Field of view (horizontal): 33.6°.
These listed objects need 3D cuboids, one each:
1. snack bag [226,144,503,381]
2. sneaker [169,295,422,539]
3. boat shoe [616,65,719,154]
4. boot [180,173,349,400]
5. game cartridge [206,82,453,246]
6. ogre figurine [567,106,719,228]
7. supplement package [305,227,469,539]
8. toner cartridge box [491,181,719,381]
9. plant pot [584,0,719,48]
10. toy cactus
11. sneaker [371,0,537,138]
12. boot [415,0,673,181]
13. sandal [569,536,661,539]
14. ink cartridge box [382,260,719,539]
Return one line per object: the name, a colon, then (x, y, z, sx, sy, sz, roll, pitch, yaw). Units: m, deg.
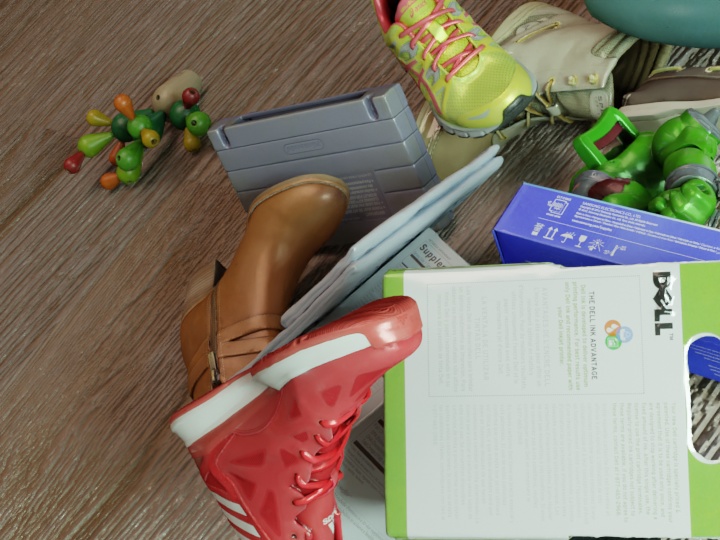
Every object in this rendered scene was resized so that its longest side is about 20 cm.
snack bag: (0.000, 0.000, 0.858, 0.189, 0.021, 0.200, -38, -4, -43)
sneaker: (-0.017, 0.095, 0.652, 0.078, 0.116, 0.200, -24, -6, -42)
boat shoe: (0.266, -0.112, 0.824, 0.200, 0.072, 0.060, 8, 60, 53)
boot: (-0.073, 0.028, 0.967, 0.200, 0.074, 0.155, -43, 36, 30)
game cartridge: (-0.027, -0.081, 1.004, 0.200, 0.130, 0.038, -5, 34, 39)
ogre figurine: (0.175, -0.045, 0.801, 0.120, 0.098, 0.200, -56, -6, -29)
supplement package: (0.021, 0.090, 0.790, 0.200, 0.110, 0.114, -40, 35, 0)
toner cartridge box: (0.181, 0.014, 0.701, 0.200, 0.095, 0.043, 18, 61, 33)
plant pot: (0.241, -0.252, 0.853, 0.161, 0.201, 0.201, -1, 49, 22)
toy cactus: (-0.237, -0.173, 1.336, 0.200, 0.102, 0.165, -18, 31, 41)
sneaker: (0.061, -0.176, 0.936, 0.078, 0.090, 0.200, -41, 44, -1)
boot: (0.142, -0.133, 0.959, 0.200, 0.072, 0.155, -49, 39, -13)
sandal: (0.150, 0.111, 0.705, 0.075, 0.048, 0.201, -14, 44, 33)
ink cartridge box: (0.117, 0.072, 0.651, 0.200, 0.076, 0.148, -2, 83, 16)
